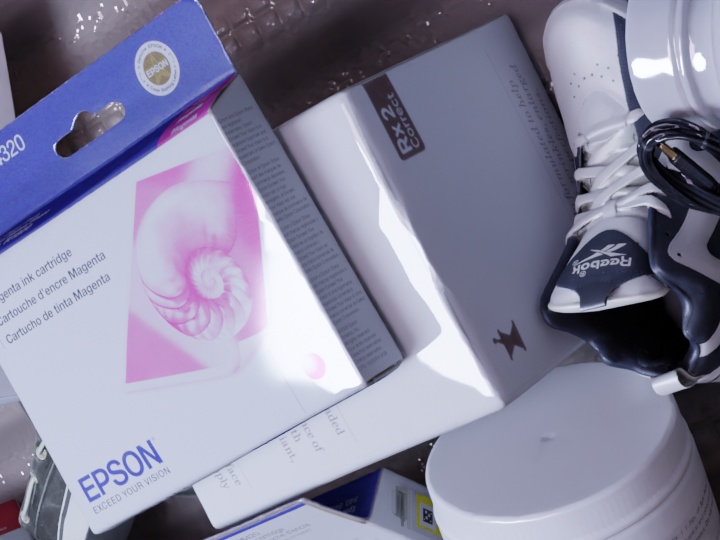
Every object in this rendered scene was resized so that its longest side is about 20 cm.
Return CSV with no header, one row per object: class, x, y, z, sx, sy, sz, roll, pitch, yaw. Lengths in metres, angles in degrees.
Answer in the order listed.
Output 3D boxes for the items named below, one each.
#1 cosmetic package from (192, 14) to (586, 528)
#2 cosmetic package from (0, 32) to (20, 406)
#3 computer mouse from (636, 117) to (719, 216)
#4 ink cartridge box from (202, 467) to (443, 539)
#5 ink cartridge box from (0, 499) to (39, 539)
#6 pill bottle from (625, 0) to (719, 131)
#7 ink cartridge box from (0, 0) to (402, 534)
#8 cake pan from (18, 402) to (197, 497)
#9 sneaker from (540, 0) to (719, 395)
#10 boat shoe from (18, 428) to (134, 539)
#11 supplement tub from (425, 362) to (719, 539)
cosmetic package,0.000,0.000,1.302,0.200,0.165,0.165,-25,94,36
cosmetic package,-0.238,-0.018,1.459,0.151,0.052,0.201,-17,82,51
computer mouse,0.201,-0.007,1.213,0.059,0.034,0.200,-27,120,36
ink cartridge box,-0.028,0.162,1.376,0.197,0.200,0.047,-25,49,36
ink cartridge box,-0.190,0.239,1.479,0.200,0.083,0.146,-137,28,-68
pill bottle,0.224,-0.108,1.155,0.199,0.111,0.112,-2,106,32
ink cartridge box,-0.104,0.001,1.242,0.196,0.043,0.200,-31,89,37
cake pan,-0.127,0.040,1.475,0.200,0.037,0.201,11,113,29
sneaker,0.125,-0.030,1.234,0.079,0.130,0.200,-16,99,34
boat shoe,-0.151,0.077,1.436,0.064,0.071,0.201,29,122,19
supplement tub,0.122,0.161,1.278,0.132,0.132,0.201,-2,123,32
